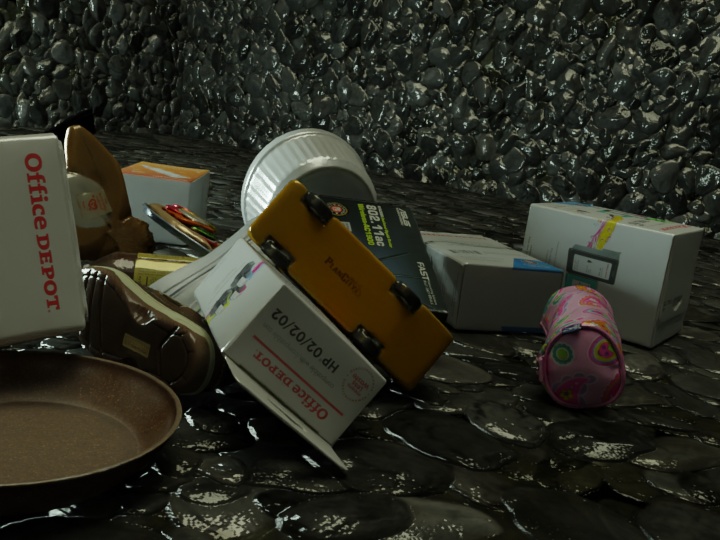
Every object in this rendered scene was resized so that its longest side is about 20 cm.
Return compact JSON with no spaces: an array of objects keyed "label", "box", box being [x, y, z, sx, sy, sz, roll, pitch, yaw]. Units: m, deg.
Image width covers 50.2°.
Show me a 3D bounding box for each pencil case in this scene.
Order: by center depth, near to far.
[{"label":"pencil case","box":[0.222,0.073,0.783,0.085,0.090,0.200,10,14,13]}]

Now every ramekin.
[{"label":"ramekin","box":[-0.065,-0.088,1.093,0.198,0.206,0.094,2,26,-27]}]

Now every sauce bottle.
[{"label":"sauce bottle","box":[-0.228,0.013,0.806,0.195,0.066,0.065,6,12,-11]}]

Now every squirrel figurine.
[{"label":"squirrel figurine","box":[-0.339,-0.046,0.896,0.184,0.144,0.199,-12,-42,45]}]

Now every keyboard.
[{"label":"keyboard","box":[-0.407,-0.137,0.906,0.198,0.040,0.104,-36,1,-21]}]

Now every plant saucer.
[{"label":"plant saucer","box":[-0.213,0.101,0.482,0.195,0.038,0.201,7,12,-1]}]

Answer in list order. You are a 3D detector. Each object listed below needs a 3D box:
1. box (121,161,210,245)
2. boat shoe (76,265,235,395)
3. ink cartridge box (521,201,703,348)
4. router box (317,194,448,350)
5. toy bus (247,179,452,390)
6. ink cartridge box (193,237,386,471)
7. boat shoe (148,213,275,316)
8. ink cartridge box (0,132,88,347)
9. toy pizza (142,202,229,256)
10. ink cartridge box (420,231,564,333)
[{"label":"box","box":[-0.322,-0.113,1.247,0.121,0.100,0.200,7,12,-5]},{"label":"boat shoe","box":[-0.177,0.054,0.663,0.200,0.076,0.074,28,10,38]},{"label":"ink cartridge box","box":[0.337,-0.002,1.047,0.197,0.150,0.145,17,15,36]},{"label":"router box","box":[0.000,0.000,0.843,0.146,0.063,0.202,6,37,-16]},{"label":"toy bus","box":[-0.009,0.014,0.675,0.200,0.065,0.078,44,-6,-8]},{"label":"ink cartridge box","box":[-0.055,0.055,0.590,0.115,0.068,0.200,44,-3,-24]},{"label":"boat shoe","box":[-0.120,0.008,0.765,0.198,0.074,0.067,-35,75,-20]},{"label":"ink cartridge box","box":[-0.310,-0.011,0.553,0.196,0.148,0.084,-9,-3,-25]},{"label":"toy pizza","box":[-0.174,-0.033,0.934,0.198,0.032,0.200,34,-1,1]},{"label":"ink cartridge box","box":[0.149,0.011,1.014,0.142,0.086,0.200,3,13,-20]}]
